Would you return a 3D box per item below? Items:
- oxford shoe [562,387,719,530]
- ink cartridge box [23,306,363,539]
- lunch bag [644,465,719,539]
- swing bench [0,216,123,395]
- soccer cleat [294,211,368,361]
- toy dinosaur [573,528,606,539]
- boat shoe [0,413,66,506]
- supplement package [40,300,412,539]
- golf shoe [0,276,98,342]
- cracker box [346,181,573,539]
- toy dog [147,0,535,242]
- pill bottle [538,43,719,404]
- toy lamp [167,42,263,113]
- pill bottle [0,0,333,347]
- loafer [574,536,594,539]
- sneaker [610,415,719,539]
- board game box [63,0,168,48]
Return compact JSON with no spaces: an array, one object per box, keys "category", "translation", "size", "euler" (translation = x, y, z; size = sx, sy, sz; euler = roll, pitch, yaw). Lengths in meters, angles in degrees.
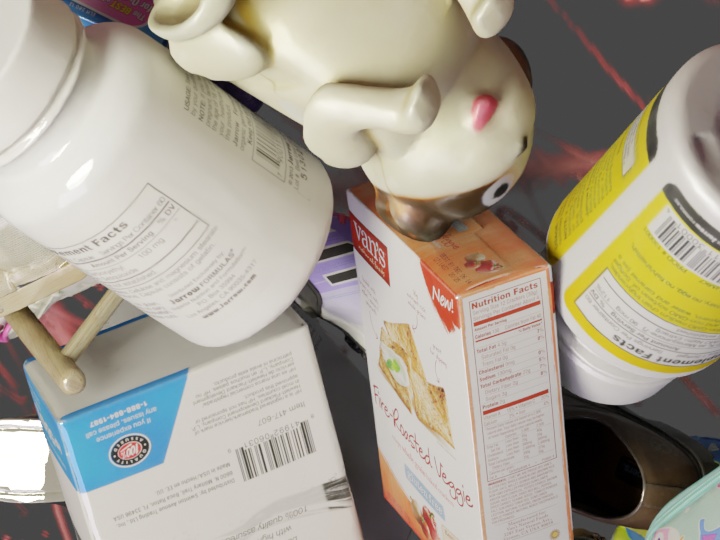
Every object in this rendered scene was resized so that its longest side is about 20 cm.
[{"category":"oxford shoe","translation":[0.101,0.089,1.638],"size":[0.200,0.073,0.084],"euler":[18,-174,39]},{"category":"ink cartridge box","translation":[-0.084,0.125,1.616],"size":[0.084,0.145,0.201],"euler":[-135,28,-58]},{"category":"lunch bag","translation":[0.262,0.159,1.543],"size":[0.200,0.077,0.160],"euler":[29,125,-29]},{"category":"swing bench","translation":[-0.222,-0.055,1.564],"size":[0.200,0.130,0.199],"euler":[10,147,53]},{"category":"soccer cleat","translation":[0.000,0.000,1.607],"size":[0.200,0.073,0.068],"euler":[40,180,-32]},{"category":"toy dinosaur","translation":[0.061,0.147,1.754],"size":[0.200,0.101,0.058],"euler":[35,168,-19]},{"category":"boat shoe","translation":[-0.154,0.127,1.894],"size":[0.199,0.074,0.060],"euler":[2,-177,6]},{"category":"supplement package","translation":[-0.069,0.104,1.757],"size":[0.119,0.122,0.200],"euler":[-11,131,40]},{"category":"golf shoe","translation":[-0.189,0.002,1.728],"size":[0.075,0.092,0.200],"euler":[42,141,-19]},{"category":"cracker box","translation":[0.053,0.062,1.542],"size":[0.134,0.057,0.201],"euler":[-135,33,-54]},{"category":"toy dog","translation":[-0.002,-0.100,1.439],"size":[0.200,0.140,0.194],"euler":[37,153,-16]},{"category":"pill bottle","translation":[0.160,-0.017,1.461],"size":[0.114,0.115,0.200],"euler":[30,145,-7]},{"category":"toy lamp","translation":[-0.070,-0.059,1.602],"size":[0.058,0.058,0.200],"euler":[11,143,20]},{"category":"pill bottle","translation":[-0.118,-0.056,1.444],"size":[0.114,0.115,0.200],"euler":[-15,141,43]},{"category":"loafer","translation":[0.072,0.173,1.665],"size":[0.071,0.073,0.200],"euler":[22,-174,32]},{"category":"sneaker","translation":[0.201,0.167,1.709],"size":[0.105,0.076,0.200],"euler":[2,138,30]},{"category":"board game box","translation":[-0.198,-0.125,1.611],"size":[0.199,0.040,0.153],"euler":[22,145,6]}]
